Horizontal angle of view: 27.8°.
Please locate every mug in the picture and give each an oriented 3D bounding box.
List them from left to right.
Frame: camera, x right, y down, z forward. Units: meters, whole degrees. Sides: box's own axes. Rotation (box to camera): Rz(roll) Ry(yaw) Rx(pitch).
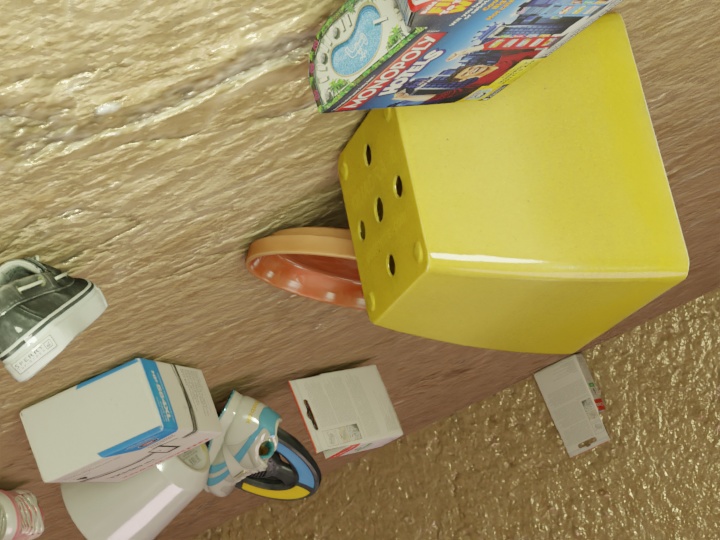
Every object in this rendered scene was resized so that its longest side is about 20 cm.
[{"bbox_3d":[-0.274,0.244,1.834,0.153,0.187,0.149,-37,131,20],"label":"mug"}]

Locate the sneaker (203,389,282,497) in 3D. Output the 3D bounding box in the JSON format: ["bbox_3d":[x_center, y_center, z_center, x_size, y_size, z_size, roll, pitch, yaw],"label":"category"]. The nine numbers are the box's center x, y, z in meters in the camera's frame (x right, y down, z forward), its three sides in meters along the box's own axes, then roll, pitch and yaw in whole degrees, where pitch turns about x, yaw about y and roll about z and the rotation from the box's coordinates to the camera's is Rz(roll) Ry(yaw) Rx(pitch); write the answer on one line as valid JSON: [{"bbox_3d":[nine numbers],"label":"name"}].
[{"bbox_3d":[-0.156,0.239,1.886,0.201,0.080,0.077,109,4,-50],"label":"sneaker"}]

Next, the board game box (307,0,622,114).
[{"bbox_3d":[0.060,-0.161,0.795,0.199,0.062,0.200,-9,162,-45],"label":"board game box"}]

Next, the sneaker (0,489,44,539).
[{"bbox_3d":[-0.446,0.311,1.862,0.104,0.076,0.200,-10,170,-32],"label":"sneaker"}]

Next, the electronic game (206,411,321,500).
[{"bbox_3d":[-0.148,0.256,1.988,0.200,0.199,0.042,-40,-158,54],"label":"electronic game"}]

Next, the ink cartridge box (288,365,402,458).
[{"bbox_3d":[-0.032,0.200,2.027,0.050,0.110,0.199,-32,164,34],"label":"ink cartridge box"}]

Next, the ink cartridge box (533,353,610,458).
[{"bbox_3d":[0.469,0.294,3.172,0.109,0.201,0.050,-28,166,26],"label":"ink cartridge box"}]

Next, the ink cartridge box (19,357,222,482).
[{"bbox_3d":[-0.252,0.165,1.569,0.145,0.085,0.200,-25,167,9],"label":"ink cartridge box"}]

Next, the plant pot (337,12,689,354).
[{"bbox_3d":[0.093,-0.050,1.057,0.175,0.202,0.200,-6,163,-20],"label":"plant pot"}]

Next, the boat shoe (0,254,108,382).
[{"bbox_3d":[-0.230,0.021,1.037,0.072,0.071,0.200,-35,-172,-2],"label":"boat shoe"}]

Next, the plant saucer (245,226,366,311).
[{"bbox_3d":[0.000,0.000,1.259,0.199,0.033,0.200,10,166,2],"label":"plant saucer"}]
